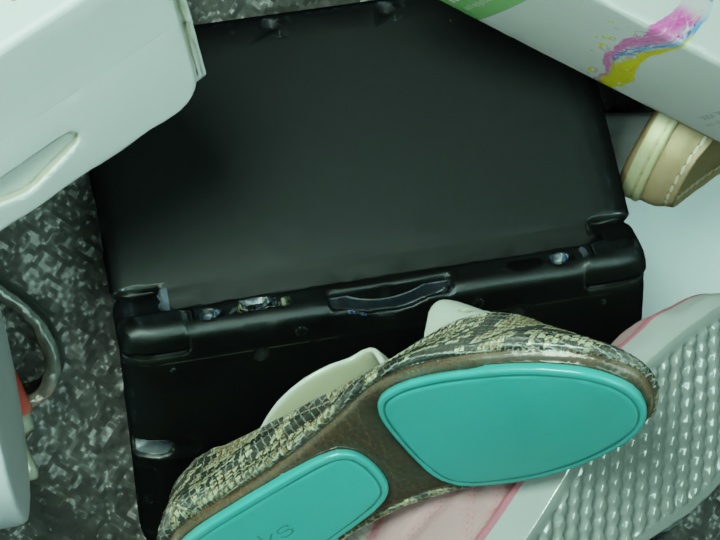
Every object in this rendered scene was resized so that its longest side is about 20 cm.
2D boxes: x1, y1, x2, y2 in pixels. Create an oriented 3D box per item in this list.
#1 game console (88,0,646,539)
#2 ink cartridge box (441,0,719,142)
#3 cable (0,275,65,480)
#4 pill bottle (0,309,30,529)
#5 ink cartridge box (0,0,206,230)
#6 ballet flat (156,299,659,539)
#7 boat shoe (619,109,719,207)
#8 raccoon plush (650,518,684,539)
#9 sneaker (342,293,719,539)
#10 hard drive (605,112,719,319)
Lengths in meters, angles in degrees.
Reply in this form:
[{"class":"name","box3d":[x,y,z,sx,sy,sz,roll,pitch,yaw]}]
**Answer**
[{"class":"game console","box3d":[0.000,0.000,0.975,0.200,0.116,0.176,-9,129,-8]},{"class":"ink cartridge box","box3d":[0.124,-0.121,0.915,0.200,0.067,0.117,25,72,-20]},{"class":"cable","box3d":[-0.168,-0.007,0.909,0.097,0.050,0.200,-18,105,-11]},{"class":"pill bottle","box3d":[-0.219,0.055,0.839,0.200,0.114,0.114,-10,101,-3]},{"class":"ink cartridge box","box3d":[-0.168,-0.108,0.821,0.147,0.083,0.200,-36,64,-14]},{"class":"ballet flat","box3d":[0.012,0.052,0.892,0.200,0.075,0.068,-26,125,23]},{"class":"boat shoe","box3d":[0.183,-0.083,1.002,0.065,0.071,0.200,43,64,13]},{"class":"raccoon plush","box3d":[0.070,0.142,0.970,0.097,0.134,0.200,42,88,-22]},{"class":"sneaker","box3d":[0.060,0.075,0.937,0.200,0.105,0.075,-48,128,-15]},{"class":"hard drive","box3d":[0.113,0.001,1.036,0.200,0.026,0.132,-2,98,-21]}]
